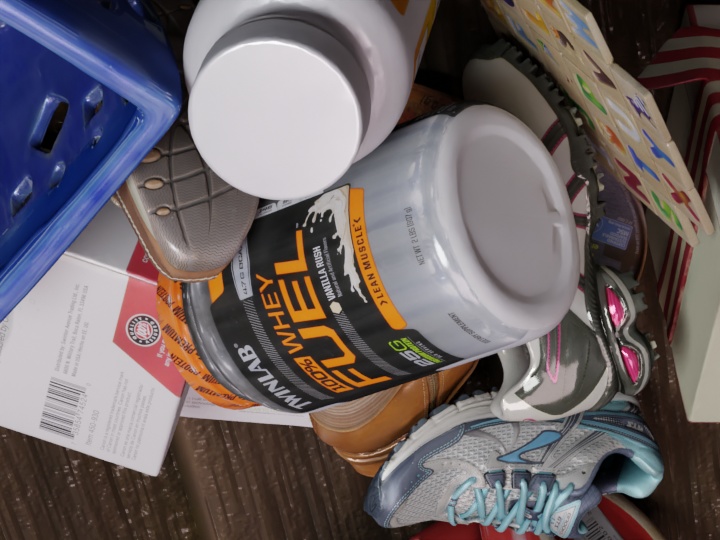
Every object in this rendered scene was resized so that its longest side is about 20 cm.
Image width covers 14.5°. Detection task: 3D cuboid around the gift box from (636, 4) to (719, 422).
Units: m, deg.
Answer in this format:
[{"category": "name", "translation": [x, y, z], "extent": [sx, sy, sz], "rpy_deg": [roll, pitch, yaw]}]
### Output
[{"category": "gift box", "translation": [0.238, -0.032, 1.491], "extent": [0.199, 0.185, 0.187], "rpy_deg": [-3, 136, -11]}]

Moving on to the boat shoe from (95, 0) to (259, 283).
[{"category": "boat shoe", "translation": [-0.099, -0.062, 1.434], "extent": [0.075, 0.201, 0.072], "rpy_deg": [5, 133, -19]}]

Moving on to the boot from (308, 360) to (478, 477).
[{"category": "boot", "translation": [0.053, 0.032, 1.625], "extent": [0.199, 0.074, 0.155], "rpy_deg": [-33, 153, -5]}]

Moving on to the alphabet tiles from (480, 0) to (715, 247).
[{"category": "alphabet tiles", "translation": [0.108, -0.099, 1.422], "extent": [0.006, 0.200, 0.167], "rpy_deg": [-36, 132, -6]}]

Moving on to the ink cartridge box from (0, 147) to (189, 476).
[{"category": "ink cartridge box", "translation": [-0.182, 0.010, 1.551], "extent": [0.199, 0.083, 0.147], "rpy_deg": [19, 132, -1]}]

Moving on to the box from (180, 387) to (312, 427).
[{"category": "box", "translation": [-0.066, 0.008, 1.619], "extent": [0.143, 0.036, 0.201], "rpy_deg": [5, 135, -8]}]

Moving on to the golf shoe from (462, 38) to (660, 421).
[{"category": "golf shoe", "translation": [0.084, -0.020, 1.467], "extent": [0.088, 0.201, 0.077], "rpy_deg": [-19, 178, -16]}]

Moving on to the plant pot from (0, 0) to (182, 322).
[{"category": "plant pot", "translation": [-0.220, -0.114, 1.384], "extent": [0.199, 0.180, 0.200], "rpy_deg": [28, 122, -28]}]

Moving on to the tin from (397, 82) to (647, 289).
[{"category": "tin", "translation": [0.056, -0.030, 1.527], "extent": [0.199, 0.113, 0.042], "rpy_deg": [20, 169, -4]}]

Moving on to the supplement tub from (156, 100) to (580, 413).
[{"category": "supplement tub", "translation": [0.000, 0.000, 1.416], "extent": [0.199, 0.123, 0.122], "rpy_deg": [-21, 134, 37]}]

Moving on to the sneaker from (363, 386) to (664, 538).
[{"category": "sneaker", "translation": [0.095, 0.116, 1.637], "extent": [0.199, 0.086, 0.078], "rpy_deg": [-17, 149, -31]}]

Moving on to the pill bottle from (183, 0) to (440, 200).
[{"category": "pill bottle", "translation": [-0.024, -0.115, 1.371], "extent": [0.110, 0.200, 0.112], "rpy_deg": [4, 119, 8]}]

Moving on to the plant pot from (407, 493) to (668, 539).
[{"category": "plant pot", "translation": [0.098, 0.231, 1.732], "extent": [0.200, 0.201, 0.183], "rpy_deg": [28, 122, -27]}]
